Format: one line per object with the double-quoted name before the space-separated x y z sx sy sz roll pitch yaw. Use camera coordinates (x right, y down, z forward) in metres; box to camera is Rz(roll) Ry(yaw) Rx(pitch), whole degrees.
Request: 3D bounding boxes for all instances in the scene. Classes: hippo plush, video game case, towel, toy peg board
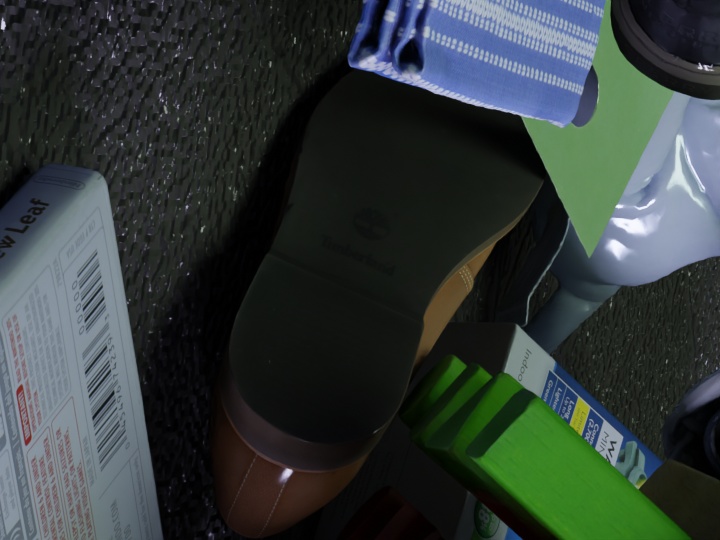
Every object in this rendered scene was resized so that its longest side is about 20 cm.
"hippo plush" 0.148 -0.048 1.019 0.159 0.160 0.201 95 11 -66
"video game case" -0.098 0.105 0.702 0.182 0.022 0.201 -55 147 -49
"towel" 0.043 -0.137 0.659 0.145 0.024 0.201 3 98 -70
"toy peg board" 0.020 0.116 0.791 0.199 0.098 0.200 -49 -174 -3

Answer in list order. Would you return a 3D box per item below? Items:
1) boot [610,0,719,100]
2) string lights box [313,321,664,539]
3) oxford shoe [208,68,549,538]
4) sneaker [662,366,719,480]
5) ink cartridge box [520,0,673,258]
"boot" 0.127 -0.156 0.754 0.201 0.073 0.151 -59 169 -15
"string lights box" 0.067 0.108 0.988 0.200 0.059 0.103 41 59 -44
"oxford shoe" 0.000 0.000 0.870 0.200 0.071 0.071 -57 174 -44
"sneaker" 0.144 0.069 1.062 0.200 0.070 0.073 101 -10 -63
"ink cartridge box" 0.108 -0.121 0.891 0.201 0.048 0.146 -64 146 -26
